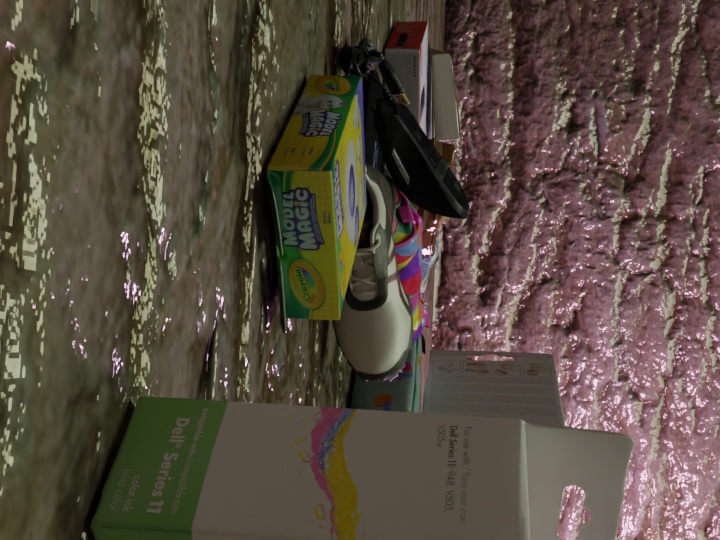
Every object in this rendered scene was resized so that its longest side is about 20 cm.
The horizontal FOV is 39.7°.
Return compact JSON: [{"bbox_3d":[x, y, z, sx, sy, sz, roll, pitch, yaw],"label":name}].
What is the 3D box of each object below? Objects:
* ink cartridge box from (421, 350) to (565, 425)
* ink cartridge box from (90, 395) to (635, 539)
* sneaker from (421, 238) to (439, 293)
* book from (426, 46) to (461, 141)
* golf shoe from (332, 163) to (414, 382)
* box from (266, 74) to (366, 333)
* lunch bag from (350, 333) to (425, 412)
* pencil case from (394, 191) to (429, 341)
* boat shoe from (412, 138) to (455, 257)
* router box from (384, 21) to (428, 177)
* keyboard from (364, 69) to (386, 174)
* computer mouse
[{"bbox_3d":[0.155,0.157,1.180,0.200,0.159,0.047,-73,163,-68],"label":"ink cartridge box"},{"bbox_3d":[0.006,0.119,0.405,0.067,0.199,0.117,-80,169,-50],"label":"ink cartridge box"},{"bbox_3d":[0.085,-0.039,1.535,0.200,0.075,0.077,-80,174,-57],"label":"sneaker"},{"bbox_3d":[0.112,-0.290,1.605,0.200,0.048,0.134,-120,-156,-72],"label":"book"},{"bbox_3d":[0.000,0.000,0.900,0.088,0.077,0.201,42,42,-72],"label":"golf shoe"},{"bbox_3d":[-0.029,-0.052,0.713,0.200,0.048,0.118,-74,164,-57],"label":"box"},{"bbox_3d":[0.034,0.166,1.166,0.161,0.077,0.200,84,11,-49],"label":"lunch bag"},{"bbox_3d":[0.029,0.003,1.058,0.200,0.088,0.089,81,13,-55],"label":"pencil case"},{"bbox_3d":[0.099,-0.094,1.350,0.200,0.074,0.076,84,10,-48],"label":"boat shoe"},{"bbox_3d":[0.067,-0.243,1.439,0.180,0.049,0.201,-74,165,-63],"label":"router box"},{"bbox_3d":[0.013,-0.120,1.152,0.127,0.021,0.201,62,31,-65],"label":"keyboard"},{"bbox_3d":[0.036,-0.135,0.975,0.200,0.046,0.140,53,18,-14],"label":"computer mouse"}]
